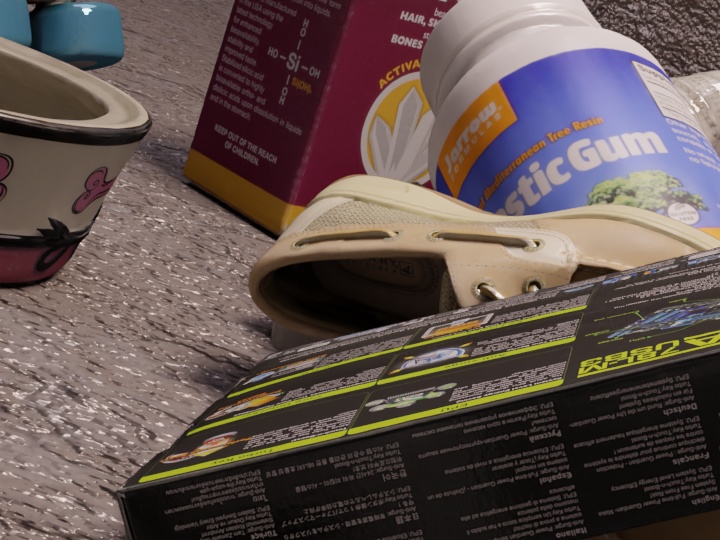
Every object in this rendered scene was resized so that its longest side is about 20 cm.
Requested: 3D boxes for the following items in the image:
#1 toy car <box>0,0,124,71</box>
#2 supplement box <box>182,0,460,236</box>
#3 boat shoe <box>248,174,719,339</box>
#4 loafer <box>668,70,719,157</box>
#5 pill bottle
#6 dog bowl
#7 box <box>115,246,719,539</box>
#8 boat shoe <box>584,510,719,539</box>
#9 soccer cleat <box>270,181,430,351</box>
[{"bbox_3d":[-0.268,-0.209,1.342,0.199,0.185,0.177,-9,-3,31],"label":"toy car"},{"bbox_3d":[0.007,-0.119,1.145,0.131,0.201,0.103,7,15,-40],"label":"supplement box"},{"bbox_3d":[0.053,0.015,0.762,0.199,0.072,0.065,14,34,30],"label":"boat shoe"},{"bbox_3d":[0.141,-0.029,1.044,0.070,0.070,0.200,53,-21,16],"label":"loafer"},{"bbox_3d":[0.093,-0.030,0.890,0.112,0.112,0.200,11,38,-33],"label":"pill bottle"},{"bbox_3d":[-0.190,-0.057,0.869,0.199,0.074,0.200,18,11,-3],"label":"dog bowl"},{"bbox_3d":[0.050,0.039,0.626,0.199,0.048,0.193,-14,8,10],"label":"box"},{"bbox_3d":[0.149,0.064,0.690,0.199,0.065,0.072,-7,58,-32],"label":"boat shoe"},{"bbox_3d":[0.000,0.000,0.920,0.077,0.070,0.200,14,15,-5],"label":"soccer cleat"}]
